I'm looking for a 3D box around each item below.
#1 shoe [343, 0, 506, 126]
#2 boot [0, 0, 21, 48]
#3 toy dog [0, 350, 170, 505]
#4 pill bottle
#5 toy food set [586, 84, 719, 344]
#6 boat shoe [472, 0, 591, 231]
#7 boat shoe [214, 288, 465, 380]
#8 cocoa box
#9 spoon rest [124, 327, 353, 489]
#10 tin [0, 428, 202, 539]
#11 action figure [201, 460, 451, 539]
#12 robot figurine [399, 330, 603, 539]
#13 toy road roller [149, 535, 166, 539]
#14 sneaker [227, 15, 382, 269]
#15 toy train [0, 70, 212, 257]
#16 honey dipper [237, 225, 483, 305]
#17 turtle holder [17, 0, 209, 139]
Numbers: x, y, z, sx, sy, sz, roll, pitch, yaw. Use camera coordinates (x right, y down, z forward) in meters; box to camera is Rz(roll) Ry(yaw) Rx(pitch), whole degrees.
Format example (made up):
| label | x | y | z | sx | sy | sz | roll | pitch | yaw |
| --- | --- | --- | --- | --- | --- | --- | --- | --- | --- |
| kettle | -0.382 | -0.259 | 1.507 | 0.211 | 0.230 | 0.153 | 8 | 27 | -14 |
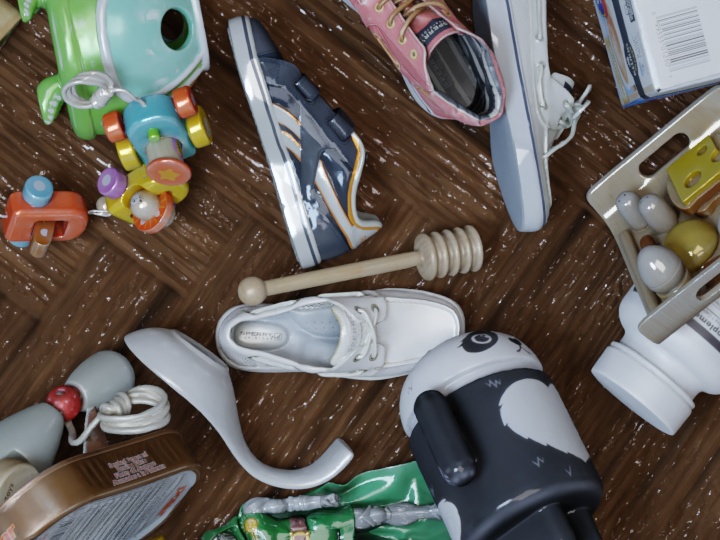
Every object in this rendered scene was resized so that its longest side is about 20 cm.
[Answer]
| label | x | y | z | sx | sy | sz | roll | pitch | yaw |
| --- | --- | --- | --- | --- | --- | --- | --- | --- | --- |
| shoe | 0.041 | -0.197 | 1.542 | 0.071 | 0.091 | 0.201 | -38 | 112 | -9 |
| boot | -0.335 | -0.255 | 1.549 | 0.200 | 0.066 | 0.175 | 43 | 98 | -3 |
| toy dog | -0.238 | 0.147 | 1.515 | 0.199 | 0.132 | 0.097 | -22 | 124 | -27 |
| pill bottle | 0.272 | 0.025 | 1.581 | 0.111 | 0.111 | 0.201 | 39 | 86 | -4 |
| toy food set | 0.246 | -0.048 | 1.524 | 0.143 | 0.201 | 0.060 | -40 | 119 | 17 |
| boat shoe | 0.145 | -0.134 | 1.596 | 0.085 | 0.075 | 0.204 | -7 | 81 | -10 |
| boat shoe | -0.013 | 0.052 | 1.572 | 0.198 | 0.069 | 0.072 | -5 | 88 | -7 |
| cocoa box | 0.251 | -0.243 | 1.572 | 0.132 | 0.131 | 0.202 | -15 | 91 | -5 |
| spoon rest | -0.101 | 0.109 | 1.557 | 0.199 | 0.099 | 0.061 | 34 | 91 | -16 |
| tin | -0.193 | 0.173 | 1.465 | 0.112 | 0.199 | 0.042 | -47 | 72 | 31 |
| action figure | -0.025 | 0.209 | 1.577 | 0.198 | 0.055 | 0.120 | -3 | 84 | -6 |
| robot figurine | 0.109 | 0.142 | 1.534 | 0.124 | 0.151 | 0.201 | -20 | 62 | -10 |
| toy road roller | -0.188 | 0.293 | 1.426 | 0.200 | 0.146 | 0.124 | -37 | 96 | -43 |
| sneaker | -0.042 | -0.108 | 1.568 | 0.079 | 0.078 | 0.202 | -19 | 102 | -1 |
| toy train | -0.191 | -0.065 | 1.510 | 0.149 | 0.200 | 0.056 | 2 | 57 | -28 |
| honey dipper | 0.000 | 0.000 | 1.565 | 0.198 | 0.038 | 0.038 | -11 | 90 | -22 |
| turtle holder | -0.187 | -0.197 | 1.526 | 0.130 | 0.141 | 0.187 | -11 | 78 | -4 |
